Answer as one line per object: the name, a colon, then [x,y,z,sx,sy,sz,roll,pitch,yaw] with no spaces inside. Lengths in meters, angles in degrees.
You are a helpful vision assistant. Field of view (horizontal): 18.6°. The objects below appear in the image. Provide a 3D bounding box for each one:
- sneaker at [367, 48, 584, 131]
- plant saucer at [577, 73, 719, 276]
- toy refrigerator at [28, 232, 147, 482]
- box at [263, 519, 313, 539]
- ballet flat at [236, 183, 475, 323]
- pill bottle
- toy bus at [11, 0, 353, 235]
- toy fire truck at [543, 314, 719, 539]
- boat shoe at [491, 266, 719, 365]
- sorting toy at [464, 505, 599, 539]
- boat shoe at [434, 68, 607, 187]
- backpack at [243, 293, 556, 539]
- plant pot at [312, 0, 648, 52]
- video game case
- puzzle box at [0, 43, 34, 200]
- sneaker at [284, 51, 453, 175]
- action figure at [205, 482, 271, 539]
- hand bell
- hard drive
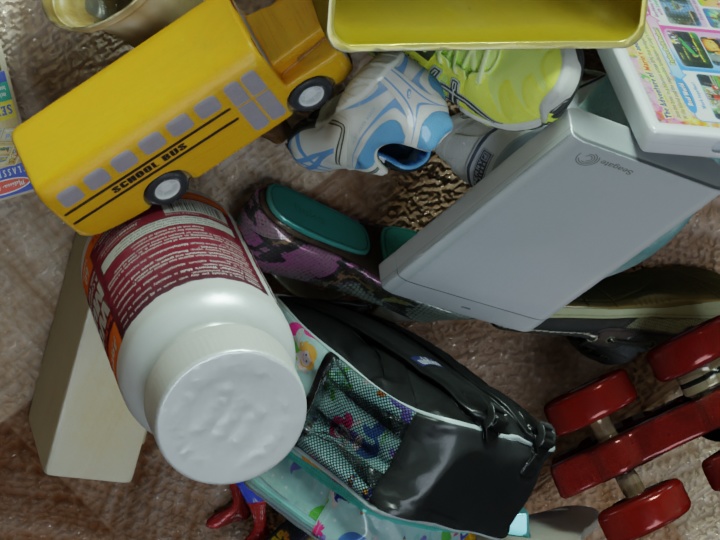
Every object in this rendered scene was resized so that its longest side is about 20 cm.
sneaker: [0.054,-0.139,1.377,0.076,0.199,0.076,15,95,-47]
plant saucer: [0.200,-0.068,1.513,0.200,0.039,0.202,-33,143,-29]
toy refrigerator: [-0.164,0.037,1.481,0.070,0.076,0.201,8,114,-22]
box: [0.017,0.179,1.611,0.200,0.040,0.137,-42,148,7]
ballet flat: [0.000,0.000,1.528,0.199,0.069,0.071,19,129,-22]
pill bottle: [-0.101,0.038,1.339,0.109,0.200,0.110,-8,120,-14]
toy bus: [-0.107,-0.104,1.341,0.199,0.065,0.078,-33,146,7]
toy fire truck: [0.227,0.110,1.600,0.199,0.168,0.113,-28,88,8]
boat shoe: [0.183,0.038,1.600,0.199,0.072,0.066,-3,114,-22]
sorting toy: [0.091,0.222,1.616,0.200,0.107,0.180,-33,172,35]
boat shoe: [0.122,-0.104,1.500,0.201,0.086,0.075,-24,137,-40]
backpack: [0.006,0.104,1.458,0.151,0.200,0.177,-56,148,10]
plant pot: [0.055,-0.254,1.325,0.199,0.176,0.201,-3,112,-18]
video game case: [0.238,-0.143,1.443,0.181,0.201,0.024,3,134,-20]
puzzle box: [-0.314,-0.085,1.393,0.199,0.025,0.134,-17,123,-9]
sneaker: [0.005,-0.086,1.404,0.072,0.200,0.073,-39,94,-15]
action figure: [-0.098,0.110,1.551,0.051,0.065,0.201,-16,124,-20]
hand bell: [-0.103,-0.140,1.409,0.104,0.104,0.200,-40,134,6]
hard drive: [0.123,-0.028,1.435,0.131,0.027,0.200,16,141,-32]
